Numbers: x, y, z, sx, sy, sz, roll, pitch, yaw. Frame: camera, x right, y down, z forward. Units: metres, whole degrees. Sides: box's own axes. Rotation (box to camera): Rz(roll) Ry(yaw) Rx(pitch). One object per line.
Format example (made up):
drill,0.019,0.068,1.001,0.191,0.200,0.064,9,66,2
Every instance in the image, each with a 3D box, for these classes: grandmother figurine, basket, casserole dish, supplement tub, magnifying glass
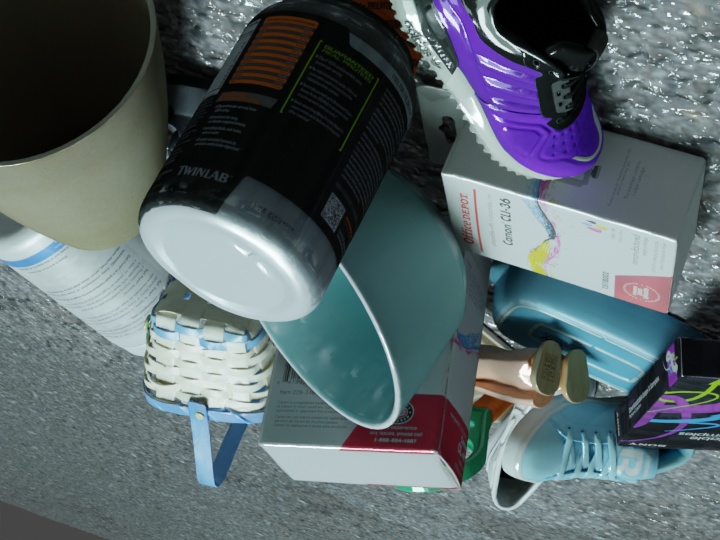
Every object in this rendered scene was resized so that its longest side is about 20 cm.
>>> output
grandmother figurine,0.087,0.080,1.265,0.199,0.061,0.121,0,158,46
basket,-0.113,0.067,1.330,0.138,0.177,0.201,7,134,15
casserole dish,0.190,0.052,1.233,0.199,0.039,0.121,25,159,-1
supplement tub,-0.042,-0.080,0.930,0.122,0.201,0.123,21,152,12
supplement tub,-0.238,-0.023,1.380,0.132,0.132,0.200,4,150,42
magnifying glass,0.090,0.128,1.248,0.079,0.200,0.023,2,111,34

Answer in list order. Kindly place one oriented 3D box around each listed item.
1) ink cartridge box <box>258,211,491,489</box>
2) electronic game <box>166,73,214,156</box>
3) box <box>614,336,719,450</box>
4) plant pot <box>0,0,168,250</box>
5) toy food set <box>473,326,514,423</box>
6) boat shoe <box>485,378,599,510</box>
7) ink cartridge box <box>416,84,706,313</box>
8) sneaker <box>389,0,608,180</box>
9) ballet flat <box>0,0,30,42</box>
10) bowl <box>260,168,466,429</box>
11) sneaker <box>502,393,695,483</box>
ink cartridge box,0.016,0.062,1.180,0.147,0.201,0.086,0,151,20
electronic game,-0.115,-0.091,1.210,0.199,0.042,0.200,14,152,7
box,0.291,0.102,1.182,0.142,0.036,0.200,3,160,-3
plant pot,-0.213,-0.102,1.077,0.186,0.188,0.200,18,156,16
toy food set,0.065,0.085,1.411,0.200,0.061,0.143,38,155,-33
boat shoe,0.166,0.147,1.365,0.073,0.066,0.200,10,137,-6
ink cartridge box,0.124,-0.049,1.019,0.199,0.068,0.117,18,159,16
sneaker,0.105,-0.118,0.875,0.099,0.070,0.200,0,149,42
ballet flat,-0.261,-0.189,1.137,0.062,0.068,0.200,-9,156,6
bowl,0.000,0.000,1.072,0.201,0.105,0.201,44,155,27
sneaker,0.211,0.148,1.290,0.199,0.074,0.082,-8,-160,-39
